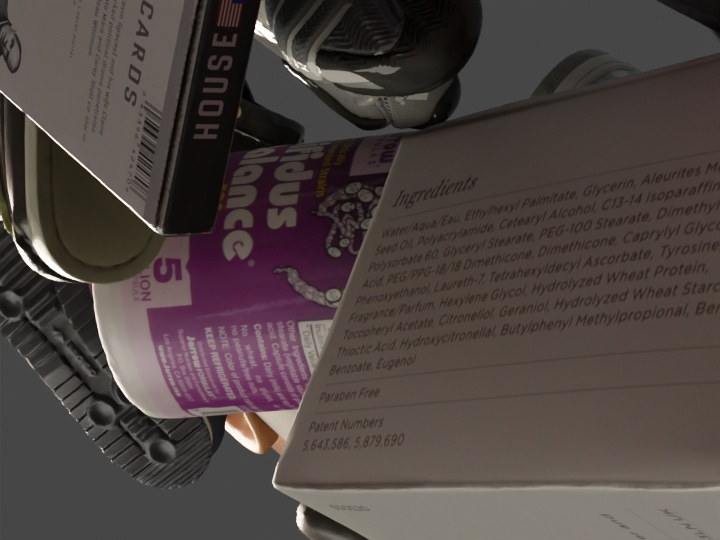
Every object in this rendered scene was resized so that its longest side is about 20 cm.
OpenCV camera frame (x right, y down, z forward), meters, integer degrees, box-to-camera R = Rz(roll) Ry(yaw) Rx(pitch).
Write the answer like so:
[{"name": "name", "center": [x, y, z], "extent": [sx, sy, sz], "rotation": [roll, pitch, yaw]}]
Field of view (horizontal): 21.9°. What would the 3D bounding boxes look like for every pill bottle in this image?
[{"name": "pill bottle", "center": [0.000, 0.000, 0.769], "extent": [0.200, 0.112, 0.112], "rotation": [-6, 153, 15]}]

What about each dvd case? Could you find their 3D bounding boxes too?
[{"name": "dvd case", "center": [-0.086, -0.118, 0.584], "extent": [0.025, 0.151, 0.200], "rotation": [-2, -154, -35]}]

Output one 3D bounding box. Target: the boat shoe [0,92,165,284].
[{"name": "boat shoe", "center": [-0.103, -0.096, 0.692], "extent": [0.072, 0.202, 0.061], "rotation": [7, 177, -30]}]

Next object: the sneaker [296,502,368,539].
[{"name": "sneaker", "center": [0.041, 0.184, 0.904], "extent": [0.200, 0.091, 0.076], "rotation": [41, 170, -10]}]

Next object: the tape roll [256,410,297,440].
[{"name": "tape roll", "center": [0.049, 0.058, 0.960], "extent": [0.203, 0.139, 0.203], "rotation": [35, 169, 8]}]

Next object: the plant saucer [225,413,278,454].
[{"name": "plant saucer", "center": [-0.105, 0.018, 1.079], "extent": [0.200, 0.037, 0.200], "rotation": [49, 168, 14]}]

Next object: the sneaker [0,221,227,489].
[{"name": "sneaker", "center": [-0.136, 0.014, 0.934], "extent": [0.200, 0.070, 0.082], "rotation": [58, -160, -11]}]

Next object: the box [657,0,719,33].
[{"name": "box", "center": [0.048, -0.131, 0.476], "extent": [0.200, 0.036, 0.143], "rotation": [34, 168, 25]}]

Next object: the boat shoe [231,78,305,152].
[{"name": "boat shoe", "center": [-0.090, -0.094, 0.987], "extent": [0.074, 0.063, 0.201], "rotation": [21, -165, -37]}]

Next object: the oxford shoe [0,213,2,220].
[{"name": "oxford shoe", "center": [-0.132, -0.118, 0.740], "extent": [0.071, 0.200, 0.073], "rotation": [-1, -168, -3]}]

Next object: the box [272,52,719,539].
[{"name": "box", "center": [0.121, 0.046, 0.541], "extent": [0.199, 0.131, 0.200], "rotation": [33, 157, -28]}]

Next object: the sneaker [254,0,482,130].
[{"name": "sneaker", "center": [0.012, -0.089, 0.695], "extent": [0.115, 0.075, 0.200], "rotation": [39, 180, -34]}]

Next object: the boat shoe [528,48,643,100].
[{"name": "boat shoe", "center": [0.126, 0.003, 0.683], "extent": [0.065, 0.074, 0.202], "rotation": [31, 161, 49]}]
